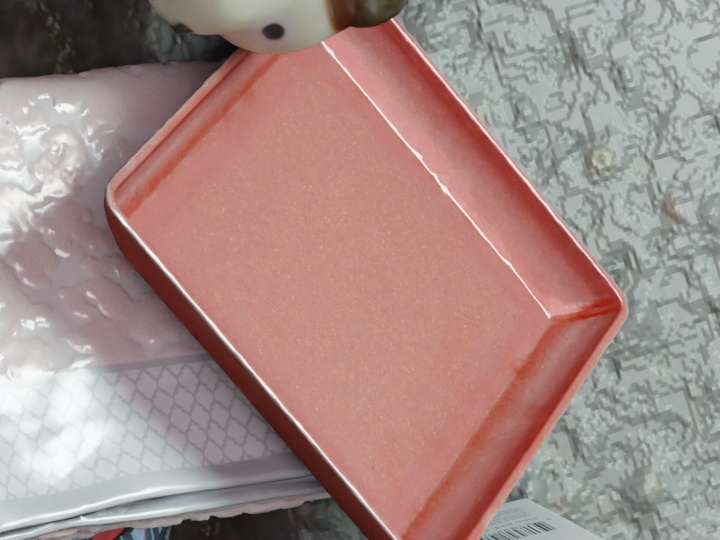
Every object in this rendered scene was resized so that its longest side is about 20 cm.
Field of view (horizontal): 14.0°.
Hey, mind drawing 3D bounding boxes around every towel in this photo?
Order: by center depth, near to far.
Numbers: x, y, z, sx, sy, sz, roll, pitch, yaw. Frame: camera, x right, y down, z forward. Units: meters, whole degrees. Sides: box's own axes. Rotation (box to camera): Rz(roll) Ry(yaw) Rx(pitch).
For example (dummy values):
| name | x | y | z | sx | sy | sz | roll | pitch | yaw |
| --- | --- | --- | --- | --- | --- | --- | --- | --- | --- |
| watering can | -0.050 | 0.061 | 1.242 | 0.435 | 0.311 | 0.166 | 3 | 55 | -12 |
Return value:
| name | x | y | z | sx | sy | sz | roll | pitch | yaw |
| --- | --- | --- | --- | --- | --- | --- | --- | --- | --- |
| towel | -0.097 | 0.008 | 1.142 | 0.199 | 0.032 | 0.192 | -7 | 71 | -35 |

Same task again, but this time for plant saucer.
| name | x | y | z | sx | sy | sz | roll | pitch | yaw |
| --- | --- | --- | --- | --- | --- | --- | --- | --- | --- |
| plant saucer | 0.000 | 0.000 | 1.168 | 0.200 | 0.037 | 0.200 | 50 | 43 | -10 |

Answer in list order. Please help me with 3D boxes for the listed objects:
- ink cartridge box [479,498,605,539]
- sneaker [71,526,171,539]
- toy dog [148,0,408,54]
| name | x | y | z | sx | sy | sz | roll | pitch | yaw |
| --- | --- | --- | --- | --- | --- | --- | --- | --- | --- |
| ink cartridge box | 0.039 | 0.159 | 1.127 | 0.144 | 0.200 | 0.085 | -16 | 98 | -12 |
| sneaker | -0.117 | 0.124 | 1.162 | 0.095 | 0.079 | 0.200 | 43 | 80 | -9 |
| toy dog | -0.047 | -0.181 | 1.107 | 0.194 | 0.139 | 0.201 | -28 | 118 | -48 |
